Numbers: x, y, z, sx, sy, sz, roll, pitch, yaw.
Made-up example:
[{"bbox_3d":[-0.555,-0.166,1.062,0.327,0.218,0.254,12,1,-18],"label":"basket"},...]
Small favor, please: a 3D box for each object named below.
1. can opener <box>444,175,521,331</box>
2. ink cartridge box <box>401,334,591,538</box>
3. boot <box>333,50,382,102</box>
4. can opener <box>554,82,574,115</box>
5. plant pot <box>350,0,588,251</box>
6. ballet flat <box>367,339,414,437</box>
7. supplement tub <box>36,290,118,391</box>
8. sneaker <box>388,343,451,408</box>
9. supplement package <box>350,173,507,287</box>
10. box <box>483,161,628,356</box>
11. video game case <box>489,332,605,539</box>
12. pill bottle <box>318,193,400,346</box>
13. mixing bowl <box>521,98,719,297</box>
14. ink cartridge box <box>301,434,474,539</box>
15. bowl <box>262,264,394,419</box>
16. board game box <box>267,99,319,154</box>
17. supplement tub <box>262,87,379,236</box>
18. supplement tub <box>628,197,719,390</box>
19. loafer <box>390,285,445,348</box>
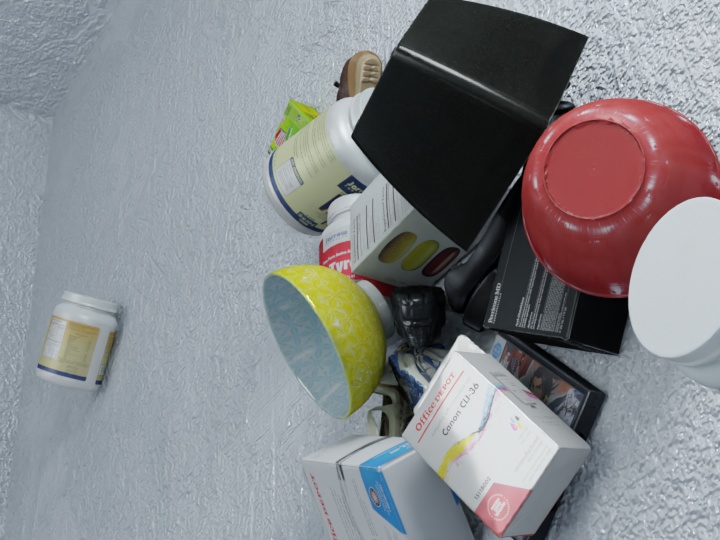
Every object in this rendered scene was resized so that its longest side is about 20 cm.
[{"bbox_3d":[0.161,-0.029,1.502,0.200,0.079,0.063,-63,-14,15],"label":"can opener"},{"bbox_3d":[0.123,0.163,1.329,0.200,0.067,0.117,43,111,36],"label":"ink cartridge box"},{"bbox_3d":[-0.011,-0.237,1.994,0.166,0.072,0.200,-150,73,-78],"label":"boot"},{"bbox_3d":[0.186,-0.209,1.562,0.200,0.079,0.063,19,133,52],"label":"can opener"},{"bbox_3d":[0.108,-0.181,1.413,0.200,0.177,0.200,-59,1,43],"label":"plant pot"},{"bbox_3d":[0.042,0.164,1.611,0.072,0.072,0.200,-35,45,52],"label":"ballet flat"},{"bbox_3d":[-0.618,0.155,2.852,0.144,0.144,0.200,9,83,64],"label":"supplement tub"},{"bbox_3d":[0.093,0.124,1.502,0.200,0.085,0.077,-129,17,-71],"label":"sneaker"},{"bbox_3d":[0.082,-0.075,1.626,0.200,0.114,0.110,-46,35,46],"label":"supplement package"},{"bbox_3d":[0.219,-0.022,1.350,0.141,0.079,0.200,7,81,56],"label":"box"},{"bbox_3d":[0.170,0.176,1.397,0.181,0.025,0.200,-69,26,9],"label":"video game case"},{"bbox_3d":[0.000,0.000,1.744,0.112,0.112,0.200,-45,37,44],"label":"pill bottle"},{"bbox_3d":[0.233,-0.082,1.221,0.200,0.108,0.200,-5,77,23],"label":"mixing bowl"},{"bbox_3d":[0.029,0.270,1.481,0.200,0.086,0.147,-9,104,63],"label":"ink cartridge box"},{"bbox_3d":[-0.024,0.070,1.587,0.200,0.108,0.200,47,154,32],"label":"bowl"},{"bbox_3d":[-0.089,-0.200,2.119,0.102,0.048,0.200,-66,26,15],"label":"board game box"},{"bbox_3d":[-0.025,-0.153,1.828,0.200,0.145,0.145,-34,44,34],"label":"supplement tub"},{"bbox_3d":[0.320,0.031,0.983,0.145,0.200,0.145,-41,40,48],"label":"supplement tub"},{"bbox_3d":[0.069,0.055,1.564,0.201,0.068,0.070,-36,-56,-85],"label":"loafer"}]
